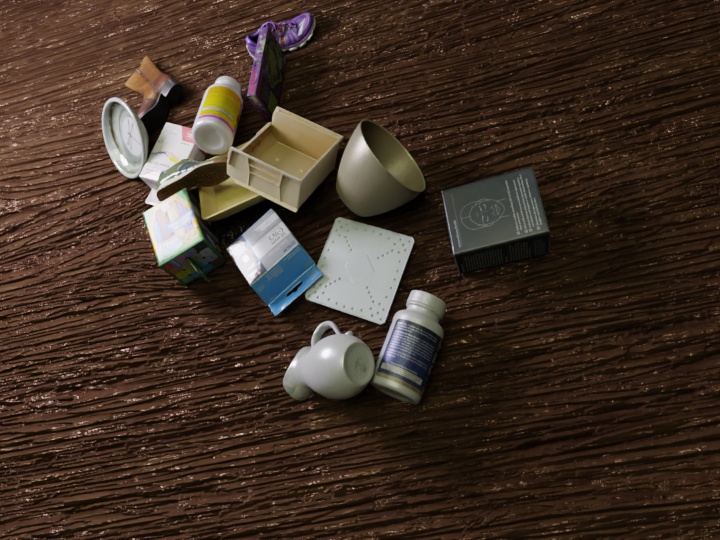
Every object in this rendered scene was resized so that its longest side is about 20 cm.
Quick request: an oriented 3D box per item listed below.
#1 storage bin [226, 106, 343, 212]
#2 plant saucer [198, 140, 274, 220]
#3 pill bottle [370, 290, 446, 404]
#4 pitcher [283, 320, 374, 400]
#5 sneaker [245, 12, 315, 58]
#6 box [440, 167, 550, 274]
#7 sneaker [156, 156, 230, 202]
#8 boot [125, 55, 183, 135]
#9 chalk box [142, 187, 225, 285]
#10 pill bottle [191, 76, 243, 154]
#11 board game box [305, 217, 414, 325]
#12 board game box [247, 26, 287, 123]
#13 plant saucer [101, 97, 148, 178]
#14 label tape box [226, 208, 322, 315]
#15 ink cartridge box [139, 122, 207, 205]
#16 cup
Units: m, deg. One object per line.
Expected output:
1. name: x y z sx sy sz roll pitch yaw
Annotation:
1. storage bin: -0.172 -0.258 1.534 0.194 0.095 0.201 26 46 11
2. plant saucer: -0.290 -0.212 1.622 0.195 0.049 0.203 -22 50 5
3. pill bottle: 0.101 0.149 1.339 0.108 0.111 0.205 17 74 22
4. pitcher: -0.055 0.171 1.351 0.198 0.120 0.176 -17 48 50
5. sneaker: -0.208 -0.619 1.768 0.196 0.084 0.082 -26 63 4
6. box: 0.278 -0.100 1.392 0.194 0.107 0.153 -12 65 10
7. sneaker: -0.397 -0.239 1.608 0.195 0.068 0.091 -22 49 3
8. boot: -0.593 -0.475 1.835 0.199 0.068 0.190 38 93 32
9. chalk box: -0.402 -0.058 1.569 0.121 0.125 0.204 -27 62 3
10. pill bottle: -0.351 -0.394 1.691 0.101 0.106 0.204 -5 50 14
11. board game box: 0.000 0.000 1.479 0.195 0.026 0.205 16 74 21
12. board game box: -0.233 -0.489 1.701 0.031 0.120 0.206 0 67 16
13. plant saucer: -0.593 -0.342 1.739 0.199 0.204 0.050 39 42 27
14. label tape box: -0.194 -0.021 1.510 0.142 0.066 0.201 -40 53 -2
15. ink cartridge box: -0.474 -0.260 1.706 0.113 0.068 0.205 14 73 21
16. cup: 0.027 -0.203 1.482 0.143 0.198 0.204 -43 59 26
